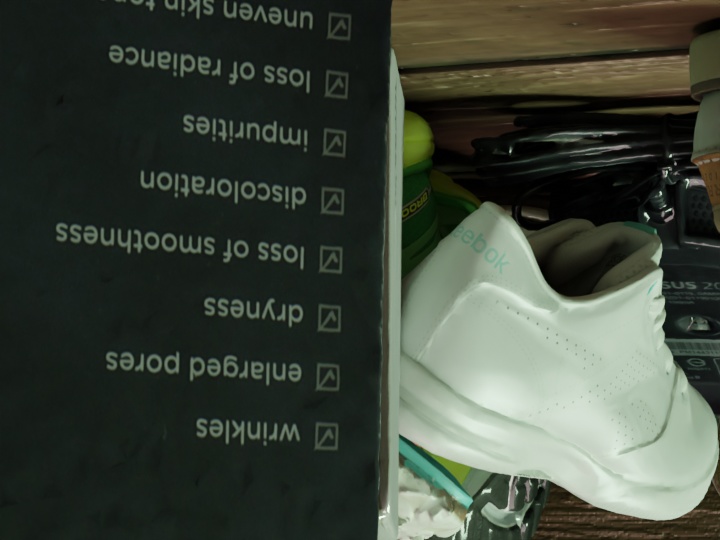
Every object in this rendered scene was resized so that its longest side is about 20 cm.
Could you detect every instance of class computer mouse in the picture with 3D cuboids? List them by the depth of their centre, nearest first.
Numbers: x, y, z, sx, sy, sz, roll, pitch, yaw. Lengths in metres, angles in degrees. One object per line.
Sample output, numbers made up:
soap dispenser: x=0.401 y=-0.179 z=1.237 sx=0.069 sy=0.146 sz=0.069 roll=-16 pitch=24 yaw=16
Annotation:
computer mouse: x=0.121 y=-0.012 z=0.999 sx=0.138 sy=0.053 sz=0.200 roll=2 pitch=154 yaw=14

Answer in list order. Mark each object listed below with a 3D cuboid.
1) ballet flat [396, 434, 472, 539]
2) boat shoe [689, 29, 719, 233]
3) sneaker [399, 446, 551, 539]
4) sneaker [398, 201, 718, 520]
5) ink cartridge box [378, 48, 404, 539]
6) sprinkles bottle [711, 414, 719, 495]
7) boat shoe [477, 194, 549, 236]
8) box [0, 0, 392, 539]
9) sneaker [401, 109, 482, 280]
ballet flat: x=-0.056 y=0.030 z=0.936 sx=0.200 sy=0.072 sz=0.072 roll=42 pitch=171 yaw=0
boat shoe: x=0.178 y=-0.026 z=0.851 sx=0.200 sy=0.069 sz=0.075 roll=4 pitch=172 yaw=-29
sneaker: x=0.038 y=0.049 z=1.155 sx=0.090 sy=0.078 sz=0.200 roll=14 pitch=-143 yaw=9
sneaker: x=0.078 y=0.025 z=0.957 sx=0.075 sy=0.089 sz=0.200 roll=36 pitch=-170 yaw=31
ink cartridge box: x=-0.087 y=0.010 z=0.849 sx=0.200 sy=0.146 sz=0.084 roll=1 pitch=172 yaw=5
sprinkles bottle: x=0.161 y=0.051 z=1.152 sx=0.068 sy=0.068 sz=0.200 roll=1 pitch=-159 yaw=-4
boat shoe: x=0.105 y=0.003 z=1.110 sx=0.200 sy=0.067 sz=0.057 roll=3 pitch=-167 yaw=10
box: x=-0.105 y=0.005 z=0.599 sx=0.200 sy=0.197 sz=0.124 roll=6 pitch=171 yaw=-34
sneaker: x=0.000 y=0.000 z=0.999 sx=0.074 sy=0.084 sz=0.200 roll=2 pitch=170 yaw=11
